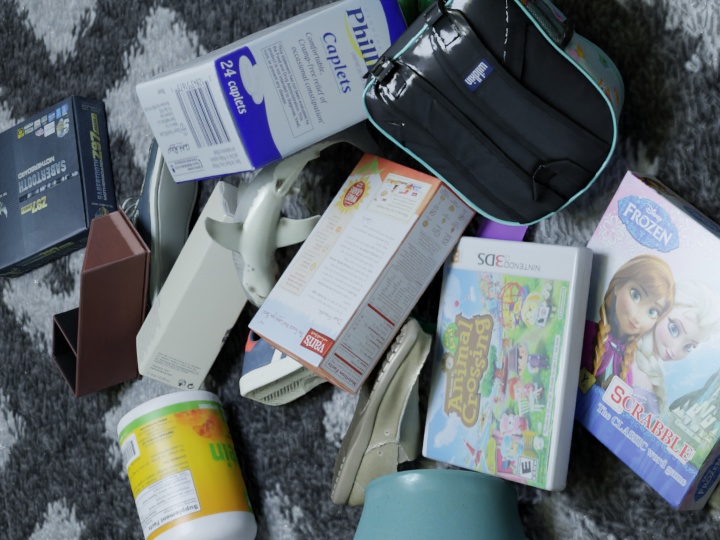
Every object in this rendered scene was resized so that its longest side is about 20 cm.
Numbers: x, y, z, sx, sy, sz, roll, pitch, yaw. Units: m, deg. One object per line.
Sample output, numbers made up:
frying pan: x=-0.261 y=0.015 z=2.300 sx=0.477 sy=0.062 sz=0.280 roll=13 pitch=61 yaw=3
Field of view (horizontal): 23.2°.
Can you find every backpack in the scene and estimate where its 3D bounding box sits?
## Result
backpack: x=0.123 y=-0.148 z=1.483 sx=0.200 sy=0.153 sz=0.176 roll=43 pitch=114 yaw=-5

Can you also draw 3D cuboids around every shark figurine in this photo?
shark figurine: x=-0.080 y=-0.081 z=1.670 sx=0.215 sy=0.128 sz=0.090 roll=-56 pitch=33 yaw=7

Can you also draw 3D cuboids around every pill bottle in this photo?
pill bottle: x=-0.167 y=0.232 z=1.751 sx=0.111 sy=0.110 sz=0.202 roll=-34 pitch=64 yaw=35

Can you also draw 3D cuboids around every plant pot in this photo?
plant pot: x=0.068 y=0.275 z=1.486 sx=0.199 sy=0.199 sz=0.190 roll=-18 pitch=60 yaw=40

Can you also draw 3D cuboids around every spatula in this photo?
spatula: x=0.113 y=0.031 z=1.572 sx=0.056 sy=0.020 sz=0.202 roll=17 pitch=98 yaw=47

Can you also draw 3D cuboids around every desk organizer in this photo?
desk organizer: x=-0.274 y=0.037 z=1.836 sx=0.072 sy=0.076 sz=0.201 roll=52 pitch=147 yaw=33

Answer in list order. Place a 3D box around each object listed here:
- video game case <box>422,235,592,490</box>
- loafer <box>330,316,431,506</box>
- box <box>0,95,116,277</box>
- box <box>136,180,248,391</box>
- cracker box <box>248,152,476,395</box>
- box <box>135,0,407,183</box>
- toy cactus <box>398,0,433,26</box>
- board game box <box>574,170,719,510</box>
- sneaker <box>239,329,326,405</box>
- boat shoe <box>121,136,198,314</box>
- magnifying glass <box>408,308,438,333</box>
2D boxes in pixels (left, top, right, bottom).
video game case: x=0.123 y=0.075 z=1.509 sx=0.181 sy=0.022 sz=0.202 roll=7 pitch=91 yaw=56
loafer: x=0.030 y=0.132 z=1.600 sx=0.076 sy=0.068 sz=0.201 roll=-90 pitch=18 yaw=-59
box: x=-0.365 y=-0.093 z=2.010 sx=0.199 sy=0.051 sz=0.159 roll=-19 pitch=74 yaw=40
box: x=-0.155 y=0.018 z=1.774 sx=0.201 sy=0.068 sz=0.082 roll=-59 pitch=22 yaw=22
cracker box: x=0.000 y=0.000 z=1.591 sx=0.201 sy=0.058 sz=0.134 roll=-55 pitch=34 yaw=-6
box: x=-0.074 y=-0.167 z=1.605 sx=0.183 sy=0.199 sz=0.106 roll=-2 pitch=113 yaw=61
toy cactus: x=0.060 y=-0.233 z=1.613 sx=0.200 sy=0.102 sz=0.166 roll=38 pitch=121 yaw=28
board game box: x=0.248 y=0.055 z=1.431 sx=0.200 sy=0.041 sz=0.201 roll=41 pitch=113 yaw=38
sneaker: x=-0.039 y=0.063 z=1.679 sx=0.199 sy=0.075 sz=0.085 roll=-19 pitch=60 yaw=34
boat shoe: x=-0.212 y=-0.051 z=1.851 sx=0.061 sy=0.075 sz=0.202 roll=7 pitch=102 yaw=38
magnifying glass: x=0.030 y=0.000 z=1.656 sx=0.199 sy=0.022 sz=0.080 roll=24 pitch=102 yaw=40
